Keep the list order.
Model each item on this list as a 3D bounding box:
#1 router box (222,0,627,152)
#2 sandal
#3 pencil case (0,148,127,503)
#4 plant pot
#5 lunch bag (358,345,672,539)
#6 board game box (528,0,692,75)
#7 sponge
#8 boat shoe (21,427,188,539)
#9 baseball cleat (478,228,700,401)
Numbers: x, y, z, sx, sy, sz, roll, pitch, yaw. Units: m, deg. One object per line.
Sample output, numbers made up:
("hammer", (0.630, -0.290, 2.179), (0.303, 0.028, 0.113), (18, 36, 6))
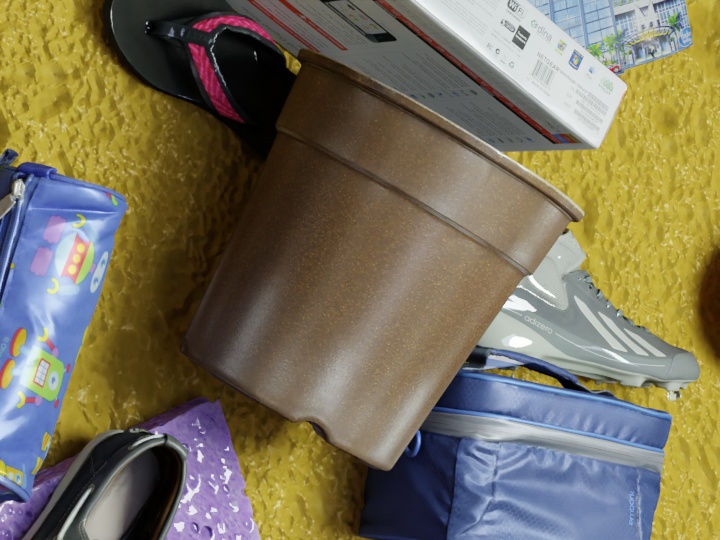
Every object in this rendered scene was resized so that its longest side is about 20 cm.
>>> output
("router box", (0.035, -0.144, 1.642), (0.200, 0.179, 0.049), (36, 71, -32))
("sandal", (-0.075, -0.123, 1.644), (0.200, 0.045, 0.075), (37, 71, -31))
("pencil case", (-0.199, 0.032, 1.533), (0.087, 0.078, 0.201), (35, 69, -57))
("plant pot", (0.000, 0.000, 1.609), (0.200, 0.200, 0.199), (31, 89, -32))
("lunch bag", (0.094, 0.121, 1.715), (0.199, 0.136, 0.133), (14, 82, -34))
("board game box", (0.139, -0.228, 1.789), (0.199, 0.062, 0.201), (-19, 103, -34))
("sponge", (-0.154, 0.164, 1.599), (0.199, 0.030, 0.112), (-25, 104, -34))
("boat shoe", (-0.162, 0.180, 1.531), (0.072, 0.067, 0.201), (41, 66, -31))
("baseball cleat", (0.157, 0.028, 1.800), (0.199, 0.070, 0.107), (10, 85, -37))
